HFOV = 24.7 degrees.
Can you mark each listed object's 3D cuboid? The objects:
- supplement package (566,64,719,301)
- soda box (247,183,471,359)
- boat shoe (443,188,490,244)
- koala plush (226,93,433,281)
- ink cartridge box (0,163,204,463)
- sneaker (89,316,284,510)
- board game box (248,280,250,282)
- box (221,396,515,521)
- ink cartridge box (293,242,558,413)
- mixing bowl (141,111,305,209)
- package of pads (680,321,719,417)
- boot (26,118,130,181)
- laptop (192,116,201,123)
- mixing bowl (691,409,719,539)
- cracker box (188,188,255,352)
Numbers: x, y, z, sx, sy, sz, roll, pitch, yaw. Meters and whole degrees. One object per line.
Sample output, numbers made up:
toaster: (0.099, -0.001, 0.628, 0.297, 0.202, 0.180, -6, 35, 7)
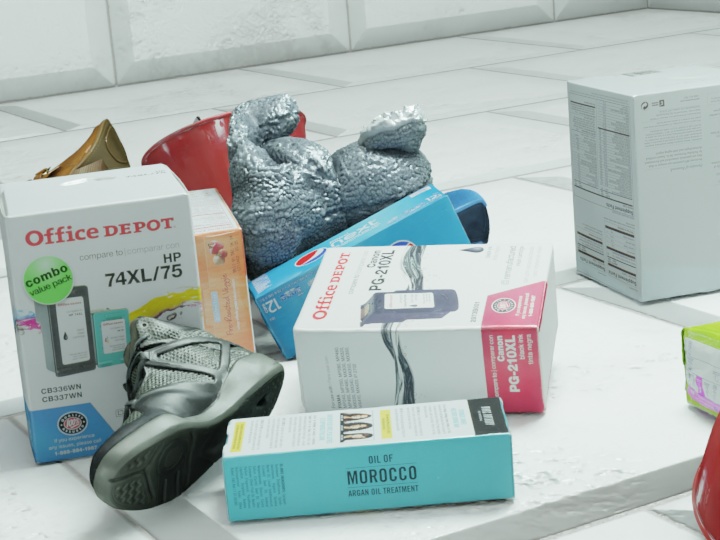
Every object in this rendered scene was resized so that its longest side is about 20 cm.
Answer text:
supplement package: (0.305, -0.091, 1.629, 0.151, 0.201, 0.151, -9, 14, -17)
soda box: (0.000, 0.000, 1.512, 0.200, 0.068, 0.064, -28, 16, -3)
boat shoe: (0.041, -0.018, 1.697, 0.199, 0.069, 0.084, -17, 26, 3)
koala plush: (-0.021, -0.074, 1.588, 0.199, 0.178, 0.184, -7, 21, 2)
ink cartridge box: (-0.208, 0.029, 1.330, 0.146, 0.201, 0.146, -8, 15, -12)
sneaker: (-0.152, 0.100, 1.203, 0.114, 0.076, 0.199, 26, 35, 20)
board game box: (-0.126, -0.005, 1.794, 0.199, 0.026, 0.200, -12, 15, -24)
box: (0.005, 0.132, 1.160, 0.199, 0.049, 0.082, -5, 14, 1)
ink cartridge box: (0.056, 0.047, 1.355, 0.199, 0.085, 0.145, -1, 28, 12)
mixing bowl: (-0.143, -0.102, 1.913, 0.199, 0.109, 0.200, -17, -13, -4)
package of pads: (0.346, 0.079, 1.217, 0.154, 0.068, 0.200, -10, 14, -20)
boot: (-0.388, -0.122, 2.150, 0.154, 0.074, 0.200, -22, 23, 12)
laptop: (-0.295, -0.124, 2.152, 0.116, 0.200, 0.187, 27, 7, -16)
mixing bowl: (0.300, 0.096, 0.991, 0.199, 0.109, 0.200, -5, 30, 3)
cracker box: (-0.140, 0.008, 1.525, 0.057, 0.134, 0.200, -8, 15, -9)
